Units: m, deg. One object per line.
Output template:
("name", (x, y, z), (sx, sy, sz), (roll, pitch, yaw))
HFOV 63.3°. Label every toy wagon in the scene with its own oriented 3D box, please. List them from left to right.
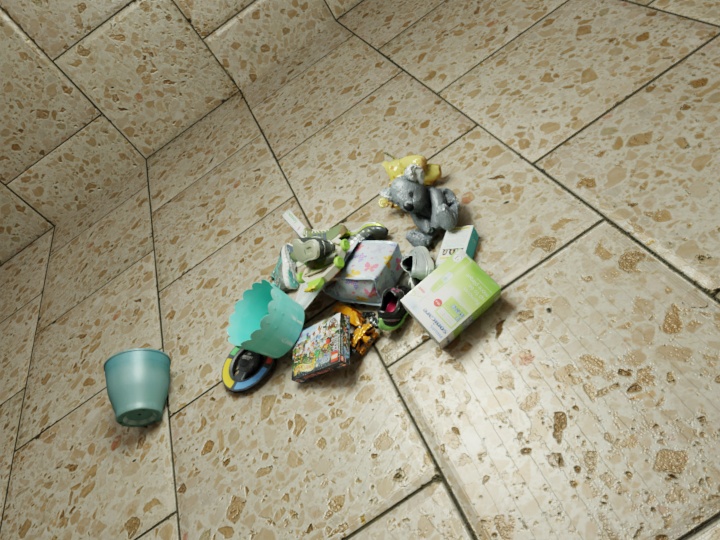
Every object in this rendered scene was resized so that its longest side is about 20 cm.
("toy wagon", (-0.107, -0.006, 1.613), (0.155, 0.040, 0.200), (-22, 36, 35))

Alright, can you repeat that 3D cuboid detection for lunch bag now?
("lunch bag", (0.000, 0.000, 1.660), (0.200, 0.127, 0.170), (4, 43, 33))

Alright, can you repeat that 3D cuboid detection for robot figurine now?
("robot figurine", (-0.029, 0.162, 1.602), (0.145, 0.058, 0.200), (-49, 39, -13))

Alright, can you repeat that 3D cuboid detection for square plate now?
("square plate", (-0.141, 0.026, 1.739), (0.198, 0.028, 0.200), (-48, 19, 42))

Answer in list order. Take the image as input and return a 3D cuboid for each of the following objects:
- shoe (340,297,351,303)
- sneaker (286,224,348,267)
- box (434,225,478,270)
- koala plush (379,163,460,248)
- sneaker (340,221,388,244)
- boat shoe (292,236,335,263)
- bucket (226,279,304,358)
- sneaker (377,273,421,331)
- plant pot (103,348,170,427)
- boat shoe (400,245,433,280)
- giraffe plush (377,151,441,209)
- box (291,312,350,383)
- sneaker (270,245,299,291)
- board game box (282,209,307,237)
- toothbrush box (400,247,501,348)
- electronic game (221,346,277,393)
("shoe", (-0.058, 0.040, 1.757), (0.070, 0.053, 0.200), (-21, 42, -11))
("sneaker", (-0.138, -0.100, 1.791), (0.200, 0.090, 0.067), (-38, 7, -15))
("box", (0.256, -0.031, 1.582), (0.082, 0.049, 0.200), (-3, 50, 36))
("koala plush", (0.163, -0.201, 1.669), (0.177, 0.200, 0.184), (-39, 23, 43))
("sneaker", (0.002, -0.090, 1.827), (0.200, 0.074, 0.081), (-19, 48, 33))
("boat shoe", (-0.136, -0.060, 1.632), (0.068, 0.072, 0.200), (-15, 9, -28))
("bucket", (-0.266, 0.143, 1.654), (0.207, 0.135, 0.207), (-32, 41, 32))
("sneaker", (0.106, 0.072, 1.554), (0.077, 0.084, 0.200), (6, 44, 31))
("plant pot", (-0.683, 0.371, 1.803), (0.200, 0.200, 0.188), (-27, 55, 13))
("boat shoe", (0.148, -0.024, 1.590), (0.071, 0.070, 0.201), (7, 16, -8))
("giraffe plush", (0.139, -0.264, 1.829), (0.173, 0.200, 0.162), (161, 121, -69))
("box", (-0.107, 0.209, 1.563), (0.200, 0.038, 0.137), (-28, 49, 39))
("sneaker", (-0.260, -0.003, 1.931), (0.091, 0.078, 0.200), (-29, 38, 17))
("board game box", (-0.181, -0.114, 1.934), (0.035, 0.126, 0.200), (-40, 39, -3))
("toothbrush box", (0.223, 0.069, 1.438), (0.200, 0.086, 0.146), (-41, 68, -2))
("electronic game", (-0.329, 0.272, 1.735), (0.200, 0.042, 0.200), (-21, 41, 20))
